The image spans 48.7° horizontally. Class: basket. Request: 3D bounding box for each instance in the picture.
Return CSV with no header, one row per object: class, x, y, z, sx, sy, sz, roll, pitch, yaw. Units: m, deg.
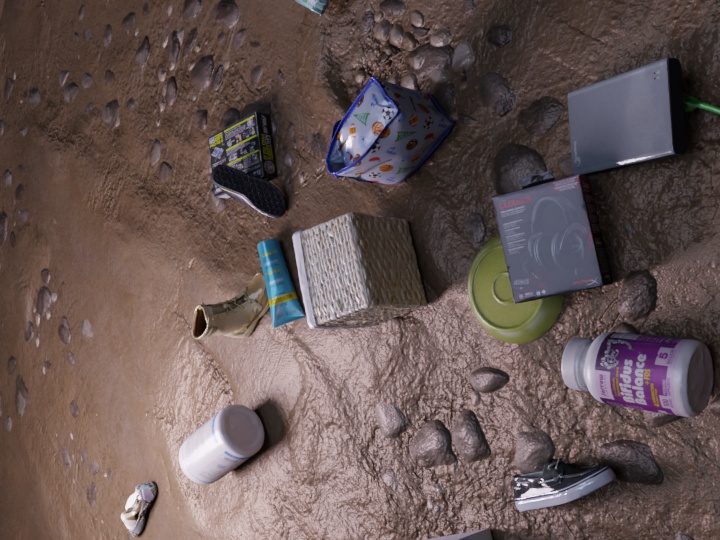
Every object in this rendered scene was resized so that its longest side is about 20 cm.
basket,0.000,0.000,1.546,0.161,0.198,0.200,-22,74,38

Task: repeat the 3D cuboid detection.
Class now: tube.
tube,-0.188,0.027,1.828,0.077,0.050,0.200,-20,74,11

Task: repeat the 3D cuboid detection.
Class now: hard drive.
hard drive,0.404,-0.230,1.226,0.200,0.033,0.140,-7,85,61

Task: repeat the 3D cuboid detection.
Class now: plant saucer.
plant saucer,0.262,0.030,1.400,0.200,0.031,0.200,-1,88,44

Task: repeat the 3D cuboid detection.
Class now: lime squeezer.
lime squeezer,0.473,-0.235,1.191,0.200,0.038,0.071,-2,89,44

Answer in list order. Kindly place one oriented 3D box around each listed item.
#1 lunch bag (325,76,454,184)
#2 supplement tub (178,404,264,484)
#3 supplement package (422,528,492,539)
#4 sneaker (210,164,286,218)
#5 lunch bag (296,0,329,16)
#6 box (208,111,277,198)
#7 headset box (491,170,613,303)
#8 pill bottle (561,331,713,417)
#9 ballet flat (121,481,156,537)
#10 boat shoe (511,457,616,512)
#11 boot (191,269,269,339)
lunch bag,0.045,-0.252,1.518,0.200,0.170,0.124,-53,53,31
supplement tub,-0.333,0.418,1.911,0.200,0.132,0.132,-39,63,37
supplement package,0.147,0.589,1.426,0.191,0.147,0.200,-26,71,41
sneaker,-0.259,-0.187,1.863,0.200,0.083,0.072,32,80,1
lunch bag,-0.096,-0.657,1.696,0.200,0.122,0.170,51,122,39
box,-0.289,-0.276,1.933,0.200,0.044,0.160,-16,78,43
headset box,0.308,-0.059,1.292,0.149,0.077,0.200,-13,86,28
pill bottle,0.411,0.151,1.197,0.200,0.112,0.112,2,91,44
ballet flat,-0.639,0.678,2.251,0.072,0.072,0.200,43,118,36
boat shoe,0.322,0.344,1.309,0.200,0.072,0.071,-34,71,41
boot,-0.299,0.082,1.861,0.073,0.155,0.200,52,123,32
